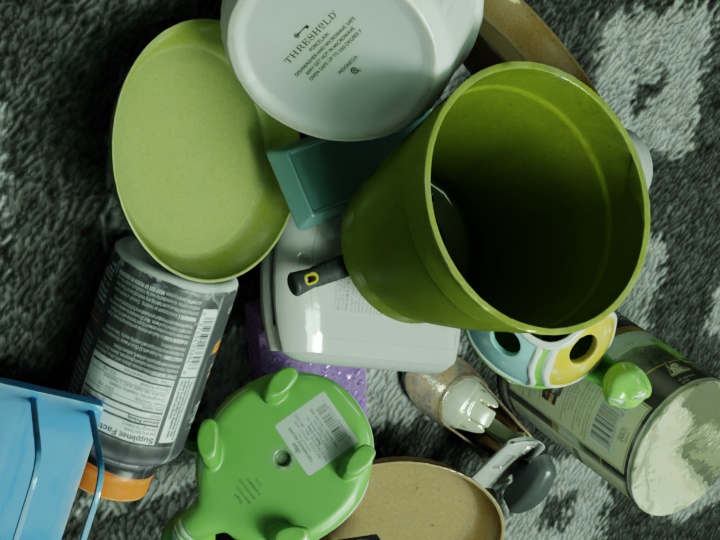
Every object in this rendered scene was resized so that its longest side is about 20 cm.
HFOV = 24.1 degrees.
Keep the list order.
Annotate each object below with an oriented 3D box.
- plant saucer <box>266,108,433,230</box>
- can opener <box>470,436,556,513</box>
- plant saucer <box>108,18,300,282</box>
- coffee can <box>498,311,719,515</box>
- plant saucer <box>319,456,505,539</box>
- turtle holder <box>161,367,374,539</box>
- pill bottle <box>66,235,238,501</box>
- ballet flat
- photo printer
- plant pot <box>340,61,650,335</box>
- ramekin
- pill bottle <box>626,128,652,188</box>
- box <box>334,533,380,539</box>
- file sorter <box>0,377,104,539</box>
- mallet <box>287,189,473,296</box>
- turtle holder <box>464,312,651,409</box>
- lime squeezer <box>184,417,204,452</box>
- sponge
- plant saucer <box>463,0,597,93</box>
[{"bbox_3d":[0.007,-0.092,1.400,0.199,0.019,0.070,-23,91,-46],"label":"plant saucer"},{"bbox_3d":[0.113,0.236,1.655,0.053,0.067,0.200,12,130,-42],"label":"can opener"},{"bbox_3d":[-0.124,-0.091,1.302,0.199,0.031,0.202,-1,92,-49],"label":"plant saucer"},{"bbox_3d":[0.253,0.127,1.659,0.146,0.200,0.147,-20,126,-29],"label":"coffee can"},{"bbox_3d":[0.038,0.239,1.613,0.199,0.036,0.201,0,131,0],"label":"plant saucer"},{"bbox_3d":[-0.070,0.175,1.407,0.132,0.140,0.186,86,29,-82],"label":"turtle holder"},{"bbox_3d":[-0.176,0.082,1.352,0.106,0.106,0.201,6,111,-41],"label":"pill bottle"},{"bbox_3d":[0.116,0.140,1.649,0.068,0.067,0.200,-55,135,-4],"label":"ballet flat"},{"bbox_3d":[0.000,0.000,1.440,0.199,0.069,0.168,7,86,-41],"label":"photo printer"},{"bbox_3d":[0.083,-0.037,1.297,0.199,0.193,0.202,6,77,-29],"label":"plant pot"},{"bbox_3d":[-0.012,-0.185,1.243,0.095,0.201,0.203,-75,154,-46],"label":"ramekin"},{"bbox_3d":[0.186,-0.087,1.523,0.200,0.111,0.112,-10,122,-55],"label":"pill bottle"},{"bbox_3d":[-0.074,0.338,1.587,0.158,0.046,0.201,-1,132,-38],"label":"box"},{"bbox_3d":[-0.299,0.159,1.239,0.199,0.123,0.140,15,106,-18],"label":"file sorter"},{"bbox_3d":[0.019,-0.027,1.388,0.199,0.041,0.066,-12,90,-37],"label":"mallet"},{"bbox_3d":[0.170,0.053,1.544,0.140,0.132,0.187,-19,86,-2],"label":"turtle holder"},{"bbox_3d":[-0.144,0.157,1.480,0.070,0.038,0.200,-28,139,19],"label":"lime squeezer"},{"bbox_3d":[-0.046,0.103,1.523,0.111,0.030,0.201,-21,126,-29],"label":"sponge"},{"bbox_3d":[0.124,-0.176,1.387,0.035,0.201,0.200,-42,139,22],"label":"plant saucer"}]
